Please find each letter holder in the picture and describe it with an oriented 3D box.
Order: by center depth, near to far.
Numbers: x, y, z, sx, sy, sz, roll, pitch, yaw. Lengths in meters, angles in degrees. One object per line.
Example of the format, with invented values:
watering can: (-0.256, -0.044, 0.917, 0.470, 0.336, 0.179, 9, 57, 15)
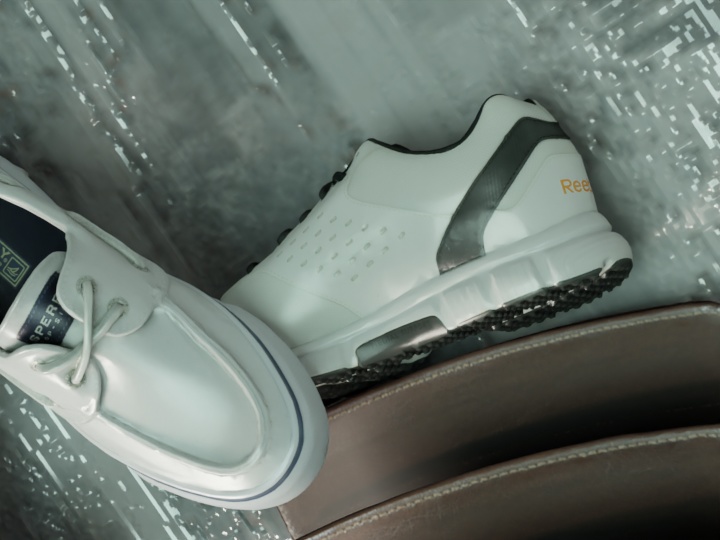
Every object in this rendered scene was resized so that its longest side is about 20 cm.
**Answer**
letter holder: (0.057, 0.108, 0.967, 0.200, 0.101, 0.142, -19, 105, 23)

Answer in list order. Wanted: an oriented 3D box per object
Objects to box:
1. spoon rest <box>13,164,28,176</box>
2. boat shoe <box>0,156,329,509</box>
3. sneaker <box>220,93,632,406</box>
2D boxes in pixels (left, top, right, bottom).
spoon rest: (-0.178, 0.052, 1.062, 0.099, 0.061, 0.201, 19, 111, 13)
boat shoe: (-0.103, 0.020, 0.955, 0.200, 0.065, 0.074, 30, 96, 20)
sneaker: (0.000, 0.000, 0.988, 0.200, 0.074, 0.080, -23, 80, 21)
